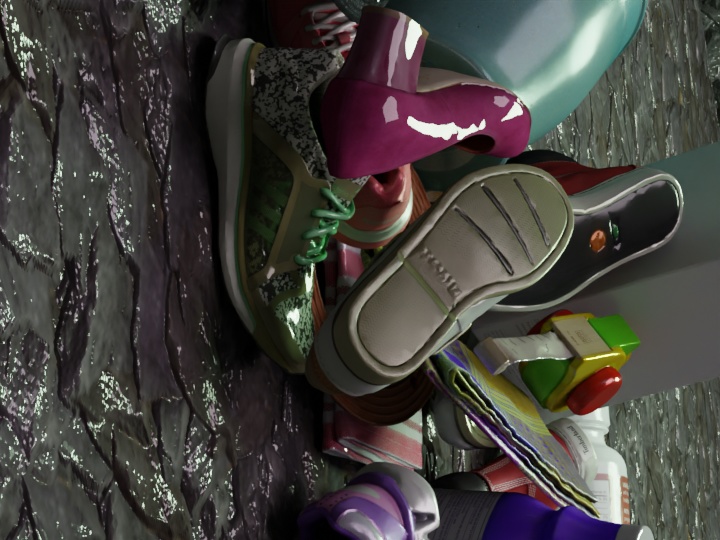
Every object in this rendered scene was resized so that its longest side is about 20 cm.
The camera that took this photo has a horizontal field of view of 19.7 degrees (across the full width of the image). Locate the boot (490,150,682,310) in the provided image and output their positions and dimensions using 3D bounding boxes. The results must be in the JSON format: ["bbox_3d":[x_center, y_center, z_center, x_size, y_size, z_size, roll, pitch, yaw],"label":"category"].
[{"bbox_3d":[0.100,-0.032,1.415,0.200,0.144,0.073,-19,114,-35],"label":"boot"}]

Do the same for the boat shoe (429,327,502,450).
[{"bbox_3d":[0.082,0.086,1.549,0.200,0.068,0.075,-38,118,-67],"label":"boat shoe"}]

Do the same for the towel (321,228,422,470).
[{"bbox_3d":[0.004,0.035,1.385,0.146,0.030,0.201,36,51,-65],"label":"towel"}]

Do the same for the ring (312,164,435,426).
[{"bbox_3d":[0.000,0.000,1.319,0.200,0.019,0.201,22,64,-54],"label":"ring"}]

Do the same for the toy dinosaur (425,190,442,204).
[{"bbox_3d":[0.069,-0.045,1.530,0.200,0.058,0.101,72,6,-65],"label":"toy dinosaur"}]

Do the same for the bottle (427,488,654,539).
[{"bbox_3d":[0.082,0.177,1.286,0.084,0.200,0.065,-61,142,-48],"label":"bottle"}]

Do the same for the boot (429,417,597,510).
[{"bbox_3d":[0.079,0.192,1.529,0.072,0.144,0.200,55,-30,23],"label":"boot"}]

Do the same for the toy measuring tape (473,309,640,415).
[{"bbox_3d":[0.122,0.066,1.382,0.200,0.073,0.074,-6,91,-54],"label":"toy measuring tape"}]

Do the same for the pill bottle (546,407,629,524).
[{"bbox_3d":[0.169,0.210,1.722,0.112,0.112,0.201,34,53,-68],"label":"pill bottle"}]

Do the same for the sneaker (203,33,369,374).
[{"bbox_3d":[-0.033,-0.038,1.177,0.077,0.088,0.201,-38,122,-70],"label":"sneaker"}]

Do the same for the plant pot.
[{"bbox_3d":[0.073,-0.160,1.417,0.188,0.200,0.200,-58,142,-40],"label":"plant pot"}]

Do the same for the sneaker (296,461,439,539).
[{"bbox_3d":[-0.008,0.215,1.218,0.088,0.080,0.201,-1,93,-55],"label":"sneaker"}]

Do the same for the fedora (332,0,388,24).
[{"bbox_3d":[-0.047,-0.230,1.182,0.201,0.091,0.201,-6,90,-71],"label":"fedora"}]

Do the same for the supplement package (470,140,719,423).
[{"bbox_3d":[0.197,0.012,1.508,0.120,0.200,0.121,54,30,-37],"label":"supplement package"}]

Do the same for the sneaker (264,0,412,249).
[{"bbox_3d":[-0.004,-0.118,1.237,0.087,0.074,0.201,121,-45,-73],"label":"sneaker"}]

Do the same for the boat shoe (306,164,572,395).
[{"bbox_3d":[0.042,0.003,1.185,0.200,0.068,0.075,-35,93,-38],"label":"boat shoe"}]

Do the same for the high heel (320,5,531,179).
[{"bbox_3d":[0.035,-0.074,1.181,0.200,0.067,0.096,27,77,-55],"label":"high heel"}]

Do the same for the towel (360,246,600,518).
[{"bbox_3d":[0.075,0.072,1.309,0.200,0.023,0.144,46,9,-40],"label":"towel"}]
